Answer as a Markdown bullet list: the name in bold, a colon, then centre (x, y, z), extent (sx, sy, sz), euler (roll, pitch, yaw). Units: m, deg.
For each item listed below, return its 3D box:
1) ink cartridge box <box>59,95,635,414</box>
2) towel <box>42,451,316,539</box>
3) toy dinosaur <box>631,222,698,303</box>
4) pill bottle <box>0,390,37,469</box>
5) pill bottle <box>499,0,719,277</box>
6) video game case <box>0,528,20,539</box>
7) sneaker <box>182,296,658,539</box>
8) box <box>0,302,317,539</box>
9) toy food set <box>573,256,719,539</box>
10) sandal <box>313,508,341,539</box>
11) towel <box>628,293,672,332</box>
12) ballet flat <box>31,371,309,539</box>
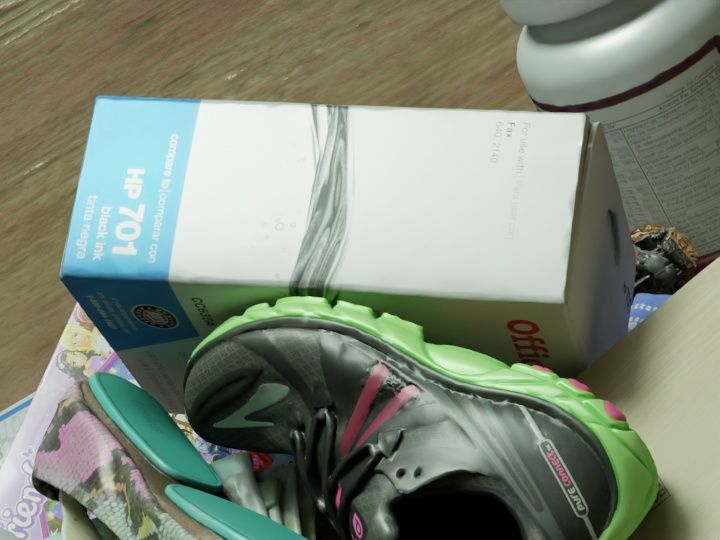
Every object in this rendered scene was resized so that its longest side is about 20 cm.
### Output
- **ink cartridge box**: centre (0.000, 0.000, 1.011), extent (0.200, 0.146, 0.086), euler (4, 66, 15)
- **towel**: centre (-0.092, 0.179, 0.989), extent (0.200, 0.048, 0.171), euler (-26, 55, 16)
- **toy dinosaur**: centre (0.069, 0.055, 1.152), extent (0.200, 0.102, 0.136), euler (-61, -7, 28)
- **pill bottle**: centre (-0.143, 0.114, 1.233), extent (0.200, 0.112, 0.112), euler (-30, 24, 4)
- **pill bottle**: centre (0.139, -0.082, 1.166), extent (0.110, 0.200, 0.110), euler (-26, 24, 12)
- **video game case**: centre (-0.130, 0.222, 0.931), extent (0.182, 0.022, 0.200), euler (32, 102, 47)
- **sneaker**: centre (0.008, 0.066, 0.919), extent (0.200, 0.077, 0.084), euler (12, 58, 36)
- **box**: centre (-0.087, 0.096, 1.129), extent (0.137, 0.039, 0.200), euler (17, 62, 7)
- **toy food set**: centre (0.122, 0.095, 0.924), extent (0.200, 0.060, 0.144), euler (-42, 40, 12)
- **sandal**: centre (-0.057, 0.196, 1.035), extent (0.078, 0.070, 0.212), euler (29, 82, 37)
- **towel**: centre (0.112, 0.090, 1.006), extent (0.145, 0.024, 0.200), euler (-1, 53, 58)
- **ballet flat**: centre (-0.070, 0.103, 0.946), extent (0.200, 0.069, 0.071), euler (34, 98, 54)
